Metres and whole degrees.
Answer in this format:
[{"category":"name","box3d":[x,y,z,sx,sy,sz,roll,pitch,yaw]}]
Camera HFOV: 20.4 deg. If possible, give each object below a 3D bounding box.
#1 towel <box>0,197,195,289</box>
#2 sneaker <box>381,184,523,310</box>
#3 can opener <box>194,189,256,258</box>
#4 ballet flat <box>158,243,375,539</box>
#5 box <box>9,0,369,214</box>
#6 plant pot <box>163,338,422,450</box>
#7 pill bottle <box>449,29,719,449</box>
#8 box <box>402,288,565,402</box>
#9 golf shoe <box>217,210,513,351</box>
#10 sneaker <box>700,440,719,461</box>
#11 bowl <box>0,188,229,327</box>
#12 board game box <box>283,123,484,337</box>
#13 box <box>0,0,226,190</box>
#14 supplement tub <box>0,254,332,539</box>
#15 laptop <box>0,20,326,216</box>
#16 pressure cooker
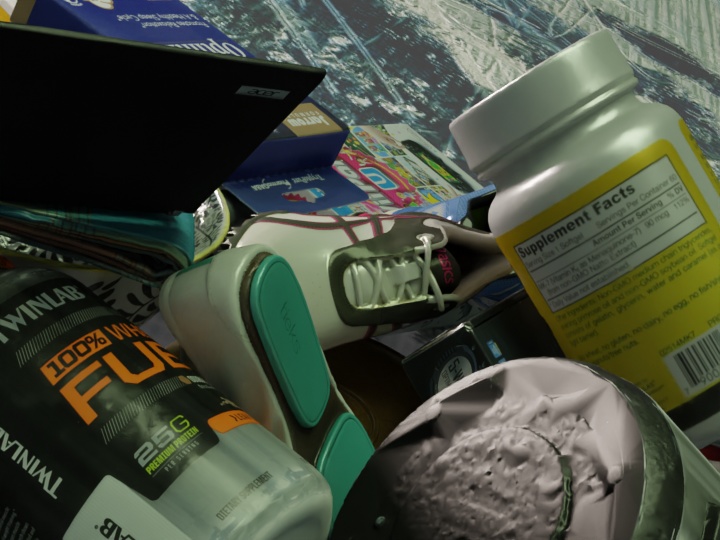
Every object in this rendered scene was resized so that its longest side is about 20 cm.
[{"category":"towel","box3d":[-0.151,-0.052,0.960,0.145,0.022,0.200,15,19,-12]},{"category":"sneaker","box3d":[0.093,-0.015,1.232,0.199,0.089,0.079,-11,88,-55]},{"category":"can opener","box3d":[-0.065,-0.008,1.145,0.052,0.067,0.200,33,6,5]},{"category":"ballet flat","box3d":[-0.036,0.074,0.907,0.069,0.201,0.070,-16,29,9]},{"category":"box","box3d":[-0.088,-0.101,1.129,0.200,0.033,0.121,39,24,19]},{"category":"plant pot","box3d":[-0.024,0.083,1.024,0.198,0.028,0.201,13,33,-8]},{"category":"pill bottle","box3d":[0.135,-0.012,1.011,0.201,0.114,0.114,59,26,1]},{"category":"box","box3d":[0.114,0.108,1.042,0.201,0.043,0.160,61,25,4]},{"category":"golf shoe","box3d":[0.000,0.000,1.019,0.087,0.078,0.199,-8,5,34]},{"category":"sneaker","box3d":[0.210,0.107,1.138,0.113,0.071,0.200,63,-10,-13]},{"category":"bowl","box3d":[-0.173,-0.012,1.009,0.199,0.095,0.201,15,24,-7]},{"category":"board game box","box3d":[0.014,-0.030,1.325,0.147,0.065,0.199,40,26,25]},{"category":"box","box3d":[-0.171,-0.095,1.193,0.112,0.102,0.200,3,33,-47]},{"category":"supplement tub","box3d":[-0.119,0.082,0.849,0.199,0.123,0.122,36,23,18]},{"category":"laptop","box3d":[-0.147,-0.085,0.862,0.176,0.104,0.200,5,23,-36]},{"category":"pressure cooker","box3d":[0.102,0.153,0.856,0.200,0.175,0.179,46,15,-35]}]
